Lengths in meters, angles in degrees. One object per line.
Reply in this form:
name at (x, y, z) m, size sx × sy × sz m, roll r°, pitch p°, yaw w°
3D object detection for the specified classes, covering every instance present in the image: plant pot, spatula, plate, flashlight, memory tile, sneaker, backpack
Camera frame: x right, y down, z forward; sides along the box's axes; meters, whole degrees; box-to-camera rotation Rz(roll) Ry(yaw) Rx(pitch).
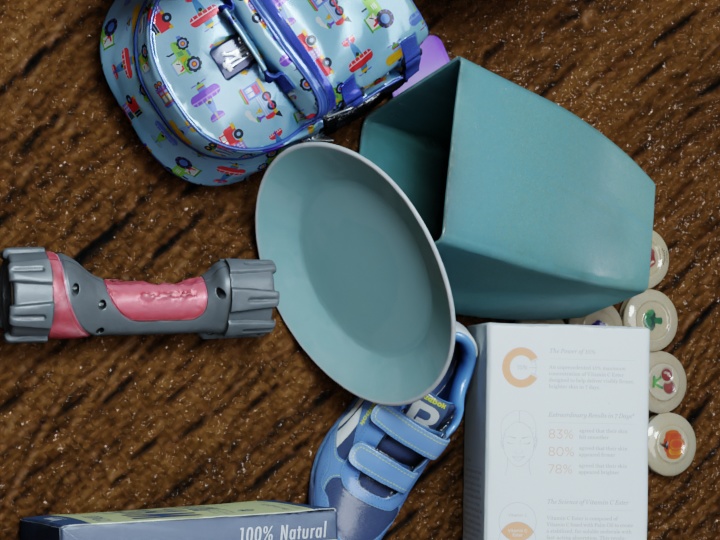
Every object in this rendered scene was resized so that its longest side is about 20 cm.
plant pot at (0.113, -0.043, 1.517) m, size 0.198 × 0.141 × 0.143 m, roll 17°, pitch 67°, yaw -26°
spatula at (0.030, -0.217, 1.567) m, size 0.056 × 0.021 × 0.202 m, roll -14°, pitch 90°, yaw -20°
plate at (0.000, 0.000, 1.449) m, size 0.025 × 0.199 × 0.202 m, roll -29°, pitch 97°, yaw -38°
flashlight at (-0.157, 0.015, 1.451) m, size 0.198 × 0.068 × 0.069 m, roll -2°, pitch 84°, yaw -20°
memory tile at (0.189, 0.072, 1.610) m, size 0.152 × 0.017 × 0.202 m, roll -8°, pitch 89°, yaw -22°
sneaker at (0.025, 0.119, 1.507) m, size 0.074 × 0.082 × 0.202 m, roll 28°, pitch 78°, yaw -18°
backpack at (-0.078, -0.165, 1.462) m, size 0.199 × 0.134 × 0.184 m, roll -33°, pitch 97°, yaw -18°

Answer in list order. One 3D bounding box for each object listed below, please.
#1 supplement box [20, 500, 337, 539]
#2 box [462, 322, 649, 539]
supplement box at (-0.124, 0.266, 1.407) m, size 0.198 × 0.134 × 0.202 m, roll -1°, pitch 87°, yaw -21°
box at (0.144, 0.142, 1.528) m, size 0.123 × 0.097 × 0.202 m, roll 2°, pitch 87°, yaw -7°
